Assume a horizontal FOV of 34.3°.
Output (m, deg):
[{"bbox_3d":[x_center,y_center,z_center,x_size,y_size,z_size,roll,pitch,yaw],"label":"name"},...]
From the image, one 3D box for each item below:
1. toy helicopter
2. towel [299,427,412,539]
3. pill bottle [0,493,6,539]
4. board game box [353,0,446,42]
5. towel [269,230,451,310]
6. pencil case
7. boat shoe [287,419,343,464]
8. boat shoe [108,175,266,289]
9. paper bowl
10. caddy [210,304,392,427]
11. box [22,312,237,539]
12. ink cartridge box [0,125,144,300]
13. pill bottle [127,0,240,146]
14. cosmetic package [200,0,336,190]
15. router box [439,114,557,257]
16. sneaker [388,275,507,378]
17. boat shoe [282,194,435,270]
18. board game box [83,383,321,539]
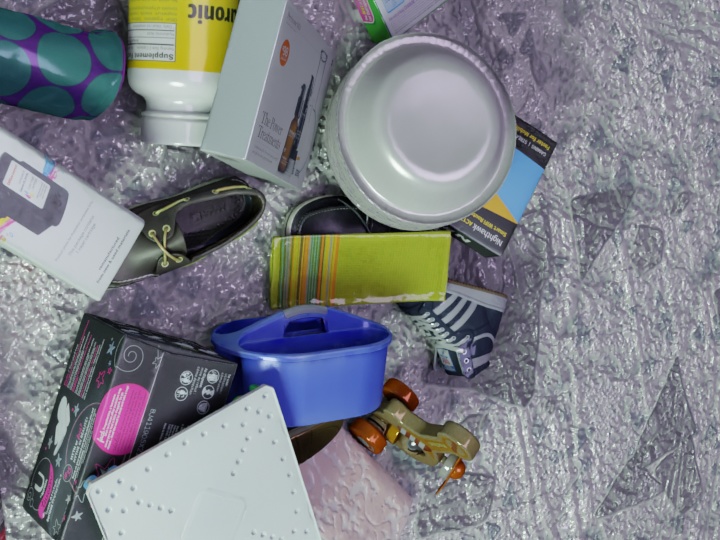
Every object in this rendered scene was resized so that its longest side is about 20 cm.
[{"bbox_3d":[0.080,0.192,1.290,0.132,0.200,0.079,46,71,-12],"label":"toy helicopter"},{"bbox_3d":[-0.027,0.279,1.294,0.200,0.032,0.193,49,47,-32],"label":"towel"},{"bbox_3d":[-0.378,0.165,1.026,0.109,0.110,0.203,-10,104,-32],"label":"pill bottle"},{"bbox_3d":[0.035,-0.374,1.263,0.153,0.040,0.202,-39,117,-23],"label":"board game box"},{"bbox_3d":[0.000,0.000,1.257,0.197,0.018,0.087,-2,119,-11],"label":"towel"},{"bbox_3d":[-0.313,-0.192,1.028,0.198,0.093,0.086,10,127,-38],"label":"pencil case"},{"bbox_3d":[-0.114,0.184,1.217,0.198,0.065,0.074,-24,149,-17],"label":"boat shoe"},{"bbox_3d":[-0.185,-0.038,1.155,0.200,0.060,0.073,-30,113,-27],"label":"boat shoe"},{"bbox_3d":[0.068,-0.147,1.217,0.197,0.104,0.204,1,86,-14],"label":"paper bowl"},{"bbox_3d":[-0.060,0.088,1.213,0.198,0.141,0.107,-5,104,-34],"label":"caddy"},{"bbox_3d":[-0.223,0.160,1.129,0.131,0.114,0.203,18,90,-36],"label":"box"},{"bbox_3d":[-0.310,-0.068,1.014,0.199,0.145,0.084,35,80,-32],"label":"ink cartridge box"},{"bbox_3d":[-0.166,-0.222,1.108,0.110,0.111,0.203,-2,100,-34],"label":"pill bottle"},{"bbox_3d":[-0.084,-0.169,1.138,0.200,0.051,0.153,17,85,-78],"label":"cosmetic package"},{"bbox_3d":[0.102,-0.128,1.305,0.198,0.051,0.151,30,81,-12],"label":"router box"},{"bbox_3d":[0.088,0.063,1.353,0.198,0.070,0.110,14,88,-38],"label":"sneaker"},{"bbox_3d":[0.006,-0.040,1.286,0.198,0.062,0.076,8,95,-34],"label":"boat shoe"},{"bbox_3d":[-0.145,0.235,1.111,0.198,0.026,0.202,-28,116,-26],"label":"board game box"}]
